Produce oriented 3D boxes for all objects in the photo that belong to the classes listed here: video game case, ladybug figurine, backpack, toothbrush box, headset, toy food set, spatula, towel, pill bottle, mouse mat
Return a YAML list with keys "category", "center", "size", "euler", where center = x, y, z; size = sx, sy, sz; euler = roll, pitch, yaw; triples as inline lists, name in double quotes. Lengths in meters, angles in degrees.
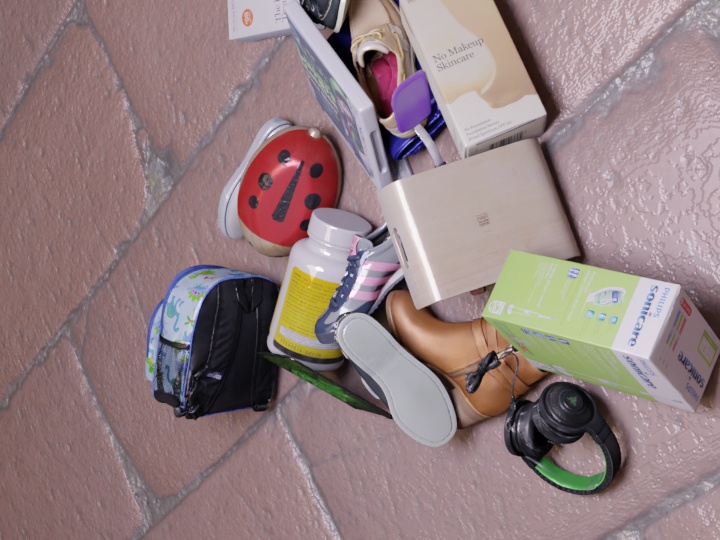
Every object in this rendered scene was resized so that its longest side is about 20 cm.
- category: "video game case"
  center: [-0.026, -0.215, 1.353]
  size: [0.023, 0.182, 0.200]
  euler: [-29, 60, -6]
- category: "ladybug figurine"
  center: [-0.099, -0.102, 1.456]
  size: [0.135, 0.072, 0.201]
  euler: [20, 113, -3]
- category: "backpack"
  center: [-0.214, 0.093, 1.544]
  size: [0.147, 0.183, 0.201]
  euler: [16, 100, 39]
- category: "toothbrush box"
  center: [0.251, 0.062, 1.126]
  size: [0.200, 0.146, 0.086]
  euler: [15, 73, 42]
- category: "headset"
  center: [0.201, 0.176, 1.206]
  size: [0.200, 0.094, 0.123]
  euler: [51, 140, -1]
- category: "toy food set"
  center: [0.135, -0.053, 1.222]
  size: [0.060, 0.199, 0.144]
  euler: [107, 145, -82]
- category: "spatula"
  center: [0.086, -0.140, 1.286]
  size: [0.021, 0.056, 0.200]
  euler: [20, 141, 55]
- category: "towel"
  center: [0.049, -0.254, 1.354]
  size: [0.148, 0.049, 0.200]
  euler: [-43, 65, 21]
- category: "pill bottle"
  center: [-0.050, 0.024, 1.433]
  size: [0.111, 0.111, 0.201]
  euler: [32, 116, 36]
- category: "mouse mat"
  center: [-0.048, 0.146, 1.383]
  size: [0.008, 0.161, 0.200]
  euler: [-61, 12, -9]

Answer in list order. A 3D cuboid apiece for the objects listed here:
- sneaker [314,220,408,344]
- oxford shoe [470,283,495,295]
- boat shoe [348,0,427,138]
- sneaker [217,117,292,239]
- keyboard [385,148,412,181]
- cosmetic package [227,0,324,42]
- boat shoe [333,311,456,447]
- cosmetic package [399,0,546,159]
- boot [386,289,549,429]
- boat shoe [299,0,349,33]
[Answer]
- category: "sneaker"
  center: [0.000, 0.000, 1.346]
  size: [0.200, 0.082, 0.070]
  euler: [-48, 26, -6]
- category: "oxford shoe"
  center: [0.159, -0.072, 1.276]
  size: [0.074, 0.071, 0.201]
  euler: [-3, 88, 12]
- category: "boat shoe"
  center: [0.025, -0.259, 1.299]
  size: [0.074, 0.069, 0.201]
  euler: [-27, 71, 27]
- category: "sneaker"
  center: [-0.141, -0.118, 1.527]
  size: [0.071, 0.073, 0.200]
  euler: [47, 123, 32]
- category: "keyboard"
  center: [0.016, -0.196, 1.417]
  size: [0.056, 0.011, 0.201]
  euler: [-32, 73, 40]
- category: "cosmetic package"
  center: [-0.122, -0.427, 1.493]
  size: [0.150, 0.052, 0.201]
  euler: [1, 96, 45]
- category: "boat shoe"
  center: [0.043, 0.126, 1.304]
  size: [0.200, 0.076, 0.060]
  euler: [55, 175, -10]
- category: "cosmetic package"
  center: [0.128, -0.235, 1.240]
  size: [0.105, 0.071, 0.201]
  euler: [-24, 77, 0]
- category: "boot"
  center: [0.130, 0.079, 1.304]
  size: [0.155, 0.074, 0.200]
  euler: [-40, 80, 39]
- category: "boat shoe"
  center: [-0.049, -0.345, 1.347]
  size: [0.199, 0.066, 0.075]
  euler: [-102, 29, -71]
